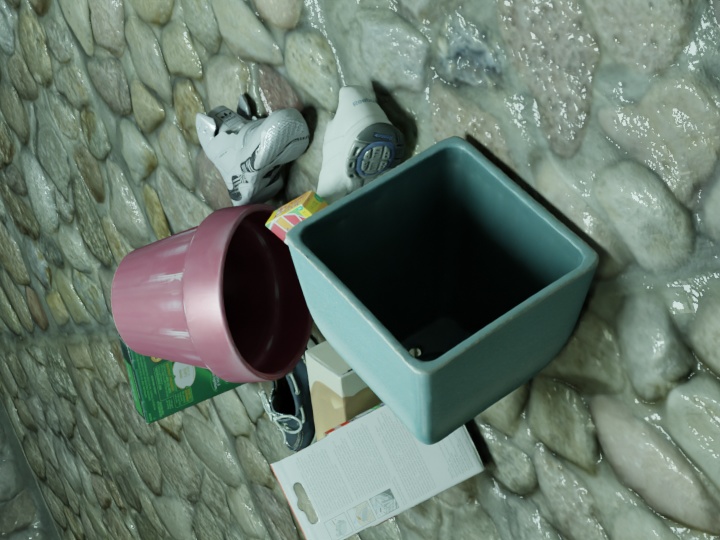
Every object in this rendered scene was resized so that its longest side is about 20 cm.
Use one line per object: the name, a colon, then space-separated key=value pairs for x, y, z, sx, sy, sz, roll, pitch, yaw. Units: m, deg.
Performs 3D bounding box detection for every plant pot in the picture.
plant pot: x=0.072 y=0.042 z=1.187 sx=0.196 sy=0.196 sz=0.200 roll=45 pitch=155 yaw=32
plant pot: x=-0.177 y=0.030 z=1.509 sx=0.179 sy=0.200 sz=0.200 roll=-4 pitch=111 yaw=29

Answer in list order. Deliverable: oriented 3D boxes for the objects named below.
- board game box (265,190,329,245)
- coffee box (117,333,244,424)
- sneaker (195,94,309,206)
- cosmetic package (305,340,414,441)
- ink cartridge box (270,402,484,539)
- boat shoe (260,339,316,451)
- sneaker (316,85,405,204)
board game box: x=0.000 y=0.000 z=1.345 sx=0.200 sy=0.030 sz=0.096 roll=38 pitch=156 yaw=-15
coffee box: x=-0.196 y=0.101 z=1.658 sx=0.044 sy=0.200 sz=0.123 roll=38 pitch=143 yaw=50
sneaker: x=-0.127 y=-0.152 z=1.474 sx=0.115 sy=0.075 sz=0.200 roll=56 pitch=154 yaw=10
cosmetic package: x=0.008 y=0.166 z=1.468 sx=0.071 sy=0.105 sz=0.200 roll=32 pitch=139 yaw=47
ink cartridge box: x=0.016 y=0.203 z=1.378 sx=0.109 sy=0.200 sz=0.050 roll=64 pitch=171 yaw=1
boat shoe: x=-0.088 y=0.166 z=1.669 sx=0.075 sy=0.062 sz=0.200 roll=45 pitch=146 yaw=28
sneaker: x=-0.007 y=-0.106 z=1.336 sx=0.200 sy=0.074 sz=0.087 roll=115 pitch=142 yaw=-51
